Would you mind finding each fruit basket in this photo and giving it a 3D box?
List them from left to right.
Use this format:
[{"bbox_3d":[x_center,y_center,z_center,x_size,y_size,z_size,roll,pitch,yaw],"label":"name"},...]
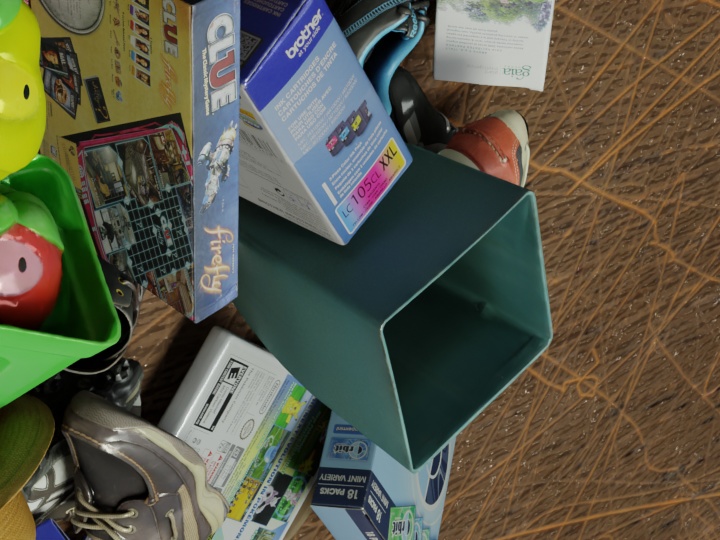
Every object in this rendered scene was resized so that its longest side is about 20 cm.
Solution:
[{"bbox_3d":[-0.212,-0.041,0.923,0.215,0.156,0.216,-16,145,-12],"label":"fruit basket"}]

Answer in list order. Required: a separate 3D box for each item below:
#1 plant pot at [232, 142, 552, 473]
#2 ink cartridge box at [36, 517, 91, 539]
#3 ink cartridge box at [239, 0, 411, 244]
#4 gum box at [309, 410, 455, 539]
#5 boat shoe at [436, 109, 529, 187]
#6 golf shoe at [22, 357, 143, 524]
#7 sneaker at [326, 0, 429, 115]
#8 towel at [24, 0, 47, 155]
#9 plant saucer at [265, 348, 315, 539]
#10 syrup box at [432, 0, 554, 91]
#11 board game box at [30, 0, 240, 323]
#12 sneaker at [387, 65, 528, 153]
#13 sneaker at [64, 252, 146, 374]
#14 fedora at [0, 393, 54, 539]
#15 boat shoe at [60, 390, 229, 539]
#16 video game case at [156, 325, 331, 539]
[{"bbox_3d":[0.000,0.000,1.205,0.141,0.200,0.142,-41,140,-25],"label":"plant pot"},{"bbox_3d":[-0.237,0.235,1.136,0.200,0.076,0.136,-31,169,-35],"label":"ink cartridge box"},{"bbox_3d":[-0.069,-0.116,1.077,0.076,0.136,0.200,-54,146,-14],"label":"ink cartridge box"},{"bbox_3d":[0.026,0.119,1.378,0.170,0.044,0.201,61,35,-55],"label":"gum box"},{"bbox_3d":[0.076,-0.034,1.270,0.063,0.071,0.200,-45,160,-26],"label":"boat shoe"},{"bbox_3d":[-0.208,0.134,1.147,0.200,0.078,0.095,-37,139,-29],"label":"golf shoe"},{"bbox_3d":[0.020,-0.188,1.201,0.073,0.082,0.201,9,105,-51],"label":"sneaker"},{"bbox_3d":[-0.215,-0.121,1.001,0.146,0.030,0.201,-23,134,-41],"label":"towel"},{"bbox_3d":[-0.088,0.142,1.347,0.200,0.029,0.201,-30,136,-35],"label":"plant saucer"},{"bbox_3d":[0.094,-0.217,1.223,0.200,0.078,0.082,90,8,-52],"label":"syrup box"},{"bbox_3d":[-0.122,-0.086,1.002,0.035,0.135,0.201,-30,139,-36],"label":"board game box"},{"bbox_3d":[0.064,-0.097,1.313,0.115,0.075,0.200,-31,149,-11],"label":"sneaker"},{"bbox_3d":[-0.144,0.008,1.110,0.200,0.106,0.075,-23,131,-42],"label":"sneaker"},{"bbox_3d":[-0.243,0.148,1.005,0.200,0.200,0.082,-41,118,-26],"label":"fedora"},{"bbox_3d":[-0.136,0.139,1.129,0.073,0.074,0.200,-60,154,-18],"label":"boat shoe"},{"bbox_3d":[-0.097,0.151,1.299,0.201,0.022,0.182,-61,146,-1],"label":"video game case"}]
